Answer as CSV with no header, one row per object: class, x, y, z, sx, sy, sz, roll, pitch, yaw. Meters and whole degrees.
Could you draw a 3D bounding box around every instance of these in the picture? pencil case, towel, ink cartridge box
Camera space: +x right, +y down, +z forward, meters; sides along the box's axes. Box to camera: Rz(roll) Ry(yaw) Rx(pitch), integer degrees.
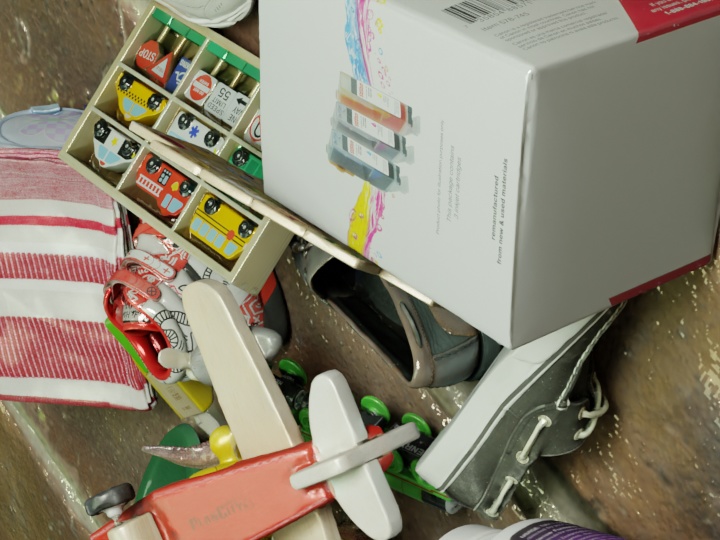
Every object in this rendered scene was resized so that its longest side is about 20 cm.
pencil case,-0.226,-0.021,1.439,0.091,0.082,0.202,38,136,55
towel,-0.223,0.008,1.386,0.143,0.023,0.202,3,115,24
ink cartridge box,0.062,-0.084,0.952,0.199,0.144,0.146,33,133,42

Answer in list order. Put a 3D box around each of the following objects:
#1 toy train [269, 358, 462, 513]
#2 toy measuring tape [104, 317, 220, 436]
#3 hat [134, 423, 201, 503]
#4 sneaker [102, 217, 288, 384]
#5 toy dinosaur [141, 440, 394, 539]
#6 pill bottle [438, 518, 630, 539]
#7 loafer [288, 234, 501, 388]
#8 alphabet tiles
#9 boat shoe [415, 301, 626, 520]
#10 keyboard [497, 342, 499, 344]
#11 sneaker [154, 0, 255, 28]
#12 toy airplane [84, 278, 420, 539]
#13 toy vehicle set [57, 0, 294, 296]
toy train,-0.011,0.102,1.215,0.199,0.042,0.057,22,140,34
toy measuring tape,-0.102,0.073,1.353,0.200,0.074,0.073,51,147,-12
hat,-0.073,0.228,1.411,0.165,0.174,0.202,-178,101,-69
sneaker,-0.125,-0.027,1.272,0.067,0.107,0.203,-14,95,55
toy dinosaur,-0.048,0.159,1.262,0.200,0.086,0.136,47,140,11
pill bottle,0.120,0.197,1.044,0.199,0.111,0.113,8,114,53
loafer,0.000,0.000,1.152,0.200,0.063,0.072,41,135,35
alphabet tiles,-0.027,-0.027,1.044,0.199,0.166,0.006,30,95,20
boat shoe,0.101,0.065,1.051,0.063,0.071,0.200,36,135,3
keyboard,0.042,-0.052,1.095,0.201,0.011,0.057,59,147,28
sneaker,-0.140,-0.200,1.207,0.199,0.091,0.077,18,101,47
toy airplane,-0.050,0.128,1.150,0.198,0.141,0.202,23,101,17
toy vehicle set,-0.099,-0.082,1.217,0.199,0.026,0.125,33,93,41
